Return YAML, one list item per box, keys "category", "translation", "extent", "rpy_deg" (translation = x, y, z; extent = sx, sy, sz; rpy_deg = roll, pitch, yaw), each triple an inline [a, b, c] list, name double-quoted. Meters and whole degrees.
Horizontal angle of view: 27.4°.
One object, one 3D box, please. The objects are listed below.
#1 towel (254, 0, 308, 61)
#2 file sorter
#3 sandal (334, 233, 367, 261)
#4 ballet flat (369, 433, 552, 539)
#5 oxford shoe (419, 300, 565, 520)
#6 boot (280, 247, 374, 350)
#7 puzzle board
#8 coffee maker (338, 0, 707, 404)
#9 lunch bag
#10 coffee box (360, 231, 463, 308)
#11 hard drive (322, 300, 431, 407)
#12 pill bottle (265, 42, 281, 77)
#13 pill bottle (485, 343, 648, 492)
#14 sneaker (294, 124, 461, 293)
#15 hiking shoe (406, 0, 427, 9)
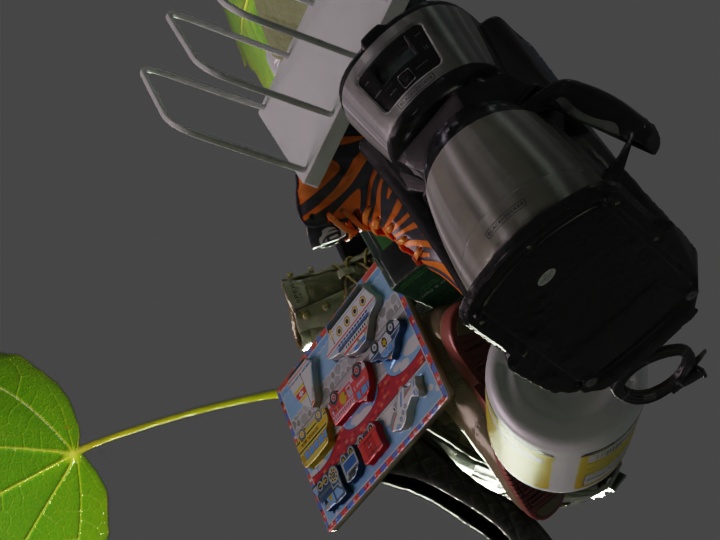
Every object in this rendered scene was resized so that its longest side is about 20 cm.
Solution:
- category: "towel"
  translation: [-0.059, -0.248, 1.324]
  extent: [0.200, 0.036, 0.149]
  rpy_deg: [33, 145, 66]
- category: "file sorter"
  translation: [-0.059, -0.191, 1.072]
  extent: [0.124, 0.200, 0.139]
  rpy_deg: [18, -160, -27]
- category: "sandal"
  translation: [0.030, 0.020, 1.538]
  extent: [0.200, 0.076, 0.043]
  rpy_deg: [58, 165, -26]
- category: "ballet flat"
  translation: [0.094, 0.209, 1.250]
  extent: [0.200, 0.057, 0.066]
  rpy_deg: [37, 155, 8]
- category: "oxford shoe"
  translation: [0.108, 0.114, 1.220]
  extent: [0.075, 0.070, 0.200]
  rpy_deg: [-9, 108, 55]
- category: "boot"
  translation: [0.000, 0.000, 1.436]
  extent: [0.200, 0.154, 0.072]
  rpy_deg: [90, 164, -51]
- category: "puzzle board"
  translation: [-0.005, 0.104, 1.248]
  extent: [0.200, 0.017, 0.151]
  rpy_deg: [-52, 48, 36]
- category: "coffee maker"
  translation: [0.089, -0.034, 0.847]
  extent: [0.200, 0.135, 0.192]
  rpy_deg: [61, 175, 43]
- category: "lunch bag"
  translation: [0.135, 0.151, 1.329]
  extent: [0.200, 0.118, 0.164]
  rpy_deg: [32, 169, 8]
- category: "coffee box"
  translation: [0.067, -0.018, 1.265]
  extent: [0.200, 0.044, 0.123]
  rpy_deg: [25, -149, -53]
- category: "hard drive"
  translation: [0.049, 0.059, 1.363]
  extent: [0.038, 0.140, 0.200]
  rpy_deg: [33, -162, 18]
- category: "pill bottle"
  translation: [-0.015, -0.159, 1.448]
  extent: [0.200, 0.120, 0.120]
  rpy_deg: [61, 175, 31]
- category: "pill bottle"
  translation: [0.146, 0.100, 1.079]
  extent: [0.111, 0.111, 0.200]
  rpy_deg: [62, 175, 20]
- category: "sneaker"
  translation: [0.021, -0.031, 1.128]
  extent: [0.200, 0.112, 0.078]
  rpy_deg: [55, 175, 19]
- category: "hiking shoe"
  translation: [0.029, -0.153, 1.174]
  extent: [0.074, 0.087, 0.200]
  rpy_deg: [62, 175, 29]
